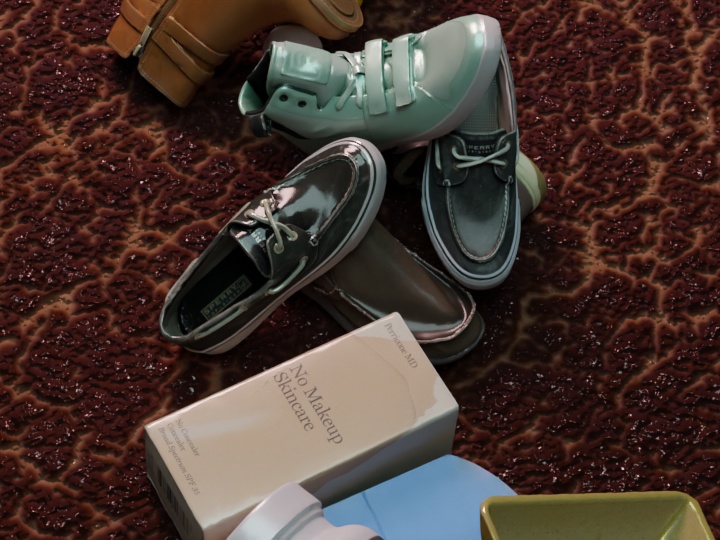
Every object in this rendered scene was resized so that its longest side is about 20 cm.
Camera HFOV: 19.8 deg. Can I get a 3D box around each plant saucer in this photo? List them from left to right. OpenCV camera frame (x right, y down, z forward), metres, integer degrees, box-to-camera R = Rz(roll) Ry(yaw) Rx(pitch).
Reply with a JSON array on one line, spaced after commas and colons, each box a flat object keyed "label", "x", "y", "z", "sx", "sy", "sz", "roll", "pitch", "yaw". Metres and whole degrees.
[{"label": "plant saucer", "x": 0.174, "y": 0.243, "z": 1.345, "sx": 0.200, "sy": 0.048, "sz": 0.200, "roll": 3, "pitch": 52, "yaw": -37}]

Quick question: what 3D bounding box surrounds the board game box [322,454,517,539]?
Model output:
[{"label": "board game box", "x": 0.035, "y": 0.223, "z": 1.391, "sx": 0.200, "sy": 0.039, "sz": 0.158, "roll": -23, "pitch": 69, "yaw": -14}]

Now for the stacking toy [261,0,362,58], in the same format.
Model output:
[{"label": "stacking toy", "x": -0.035, "y": -0.237, "z": 1.635, "sx": 0.146, "sy": 0.146, "sz": 0.200, "roll": 10, "pitch": 74, "yaw": 2}]

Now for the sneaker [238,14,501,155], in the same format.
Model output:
[{"label": "sneaker", "x": 0.001, "y": -0.136, "z": 1.470, "sx": 0.118, "sy": 0.200, "sz": 0.074, "roll": 21, "pitch": 56, "yaw": -38}]

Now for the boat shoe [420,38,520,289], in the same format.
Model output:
[{"label": "boat shoe", "x": 0.079, "y": -0.088, "z": 1.499, "sx": 0.072, "sy": 0.071, "sz": 0.200, "roll": -4, "pitch": 77, "yaw": -6}]

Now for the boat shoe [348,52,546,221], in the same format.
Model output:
[{"label": "boat shoe", "x": 0.045, "y": -0.095, "z": 1.567, "sx": 0.200, "sy": 0.073, "sz": 0.065, "roll": 31, "pitch": 56, "yaw": 14}]

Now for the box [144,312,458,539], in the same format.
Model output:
[{"label": "box", "x": -0.040, "y": 0.118, "z": 1.425, "sx": 0.200, "sy": 0.078, "sz": 0.095, "roll": -25, "pitch": 63, "yaw": -18}]

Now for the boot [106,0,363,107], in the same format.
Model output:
[{"label": "boot", "x": -0.099, "y": -0.188, "z": 1.577, "sx": 0.200, "sy": 0.074, "sz": 0.155, "roll": 42, "pitch": 106, "yaw": 32}]

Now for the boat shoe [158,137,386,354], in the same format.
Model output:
[{"label": "boat shoe", "x": -0.062, "y": -0.016, "z": 1.461, "sx": 0.200, "sy": 0.064, "sz": 0.071, "roll": -47, "pitch": 72, "yaw": 7}]

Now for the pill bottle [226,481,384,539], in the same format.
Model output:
[{"label": "pill bottle", "x": 0.001, "y": 0.234, "z": 1.296, "sx": 0.200, "sy": 0.116, "sz": 0.116, "roll": 40, "pitch": 63, "yaw": 13}]

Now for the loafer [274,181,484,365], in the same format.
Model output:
[{"label": "loafer", "x": 0.000, "y": 0.000, "z": 1.505, "sx": 0.200, "sy": 0.071, "sz": 0.073, "roll": 29, "pitch": 61, "yaw": 13}]
